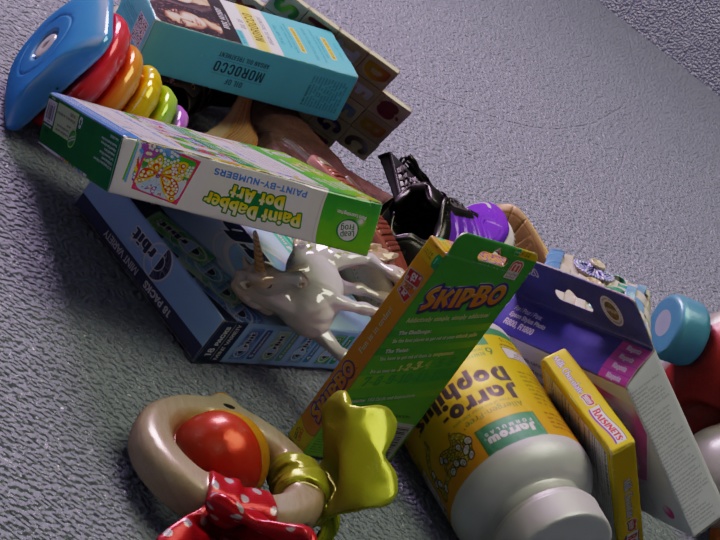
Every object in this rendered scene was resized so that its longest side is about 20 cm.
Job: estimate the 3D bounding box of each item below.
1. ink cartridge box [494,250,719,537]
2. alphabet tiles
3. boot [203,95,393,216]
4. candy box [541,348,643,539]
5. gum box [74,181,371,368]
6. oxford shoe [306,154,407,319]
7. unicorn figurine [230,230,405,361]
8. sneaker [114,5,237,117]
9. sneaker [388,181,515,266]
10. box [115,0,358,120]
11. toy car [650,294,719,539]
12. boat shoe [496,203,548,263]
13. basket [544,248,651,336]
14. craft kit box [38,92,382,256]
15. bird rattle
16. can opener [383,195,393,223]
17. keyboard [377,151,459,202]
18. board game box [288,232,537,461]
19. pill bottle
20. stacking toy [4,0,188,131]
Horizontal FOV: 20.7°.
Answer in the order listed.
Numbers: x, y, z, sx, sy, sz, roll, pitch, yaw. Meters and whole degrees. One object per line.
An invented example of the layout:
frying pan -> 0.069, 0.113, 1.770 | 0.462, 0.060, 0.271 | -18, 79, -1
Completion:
ink cartridge box -> 0.178, 0.092, 1.517 | 0.196, 0.043, 0.201 | 23, -35, 61
alphabet tiles -> -0.055, -0.181, 1.824 | 0.200, 0.166, 0.006 | 34, 54, -10
boot -> -0.047, -0.091, 1.709 | 0.166, 0.073, 0.200 | 27, 33, 9
candy box -> 0.179, 0.157, 1.495 | 0.102, 0.026, 0.200 | 53, -15, 38
gum box -> -0.097, 0.000, 1.500 | 0.200, 0.045, 0.170 | 7, 37, -54
oxford shoe -> 0.000, 0.000, 1.576 | 0.200, 0.074, 0.071 | 57, 11, 11
unicorn figurine -> -0.027, 0.016, 1.439 | 0.137, 0.074, 0.200 | 23, 8, -6
sneaker -> -0.142, -0.161, 1.748 | 0.199, 0.075, 0.106 | 11, 37, -36
sneaker -> 0.073, -0.037, 1.711 | 0.200, 0.069, 0.100 | -47, 119, -57
box -> -0.107, -0.191, 1.692 | 0.199, 0.049, 0.082 | 12, 31, -31
toy car -> 0.334, 0.154, 1.760 | 0.184, 0.177, 0.200 | 18, 39, -21
boat shoe -> 0.177, 0.030, 1.857 | 0.201, 0.071, 0.069 | 65, 9, 22
basket -> 0.150, 0.055, 1.698 | 0.199, 0.140, 0.176 | 4, 19, 6
craft kit box -> -0.111, -0.071, 1.406 | 0.197, 0.049, 0.200 | 11, 9, -24
bird rattle -> -0.076, 0.139, 1.219 | 0.163, 0.113, 0.200 | 34, 30, 23
can opener -> 0.009, -0.047, 1.786 | 0.063, 0.079, 0.200 | 2, 10, 14
keyboard -> 0.076, -0.051, 1.840 | 0.200, 0.021, 0.127 | 45, 20, -46
board game box -> 0.038, 0.053, 1.388 | 0.095, 0.200, 0.030 | 14, 30, -49
pill bottle -> 0.102, 0.138, 1.445 | 0.113, 0.113, 0.200 | 21, 27, -40
stacking toy -> -0.177, -0.116, 1.557 | 0.200, 0.116, 0.110 | 41, 19, -27
